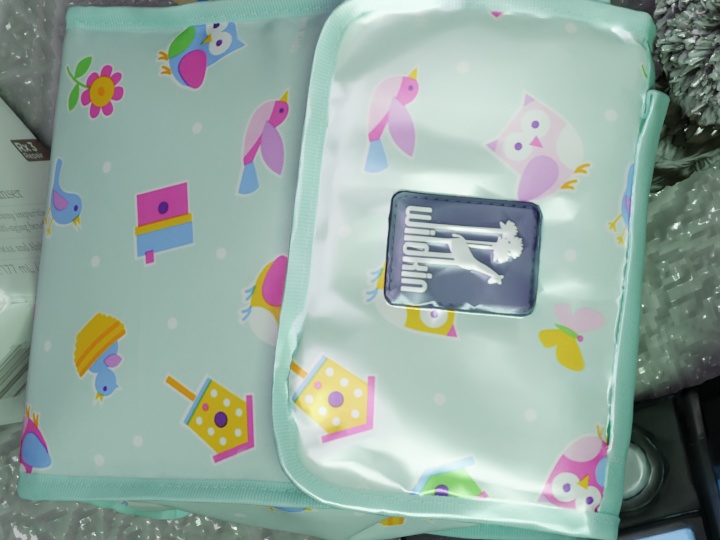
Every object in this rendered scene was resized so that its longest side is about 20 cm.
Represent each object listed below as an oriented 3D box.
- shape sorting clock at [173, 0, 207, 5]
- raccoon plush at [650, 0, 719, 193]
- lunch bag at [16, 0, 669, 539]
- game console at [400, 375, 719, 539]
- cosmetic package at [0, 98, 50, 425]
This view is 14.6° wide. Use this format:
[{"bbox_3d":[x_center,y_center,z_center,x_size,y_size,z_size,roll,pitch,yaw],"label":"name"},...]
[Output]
[{"bbox_3d":[-0.016,-0.148,0.916,0.199,0.039,0.201,19,136,19],"label":"shape sorting clock"},{"bbox_3d":[0.112,-0.113,0.900,0.199,0.097,0.135,-21,73,16],"label":"raccoon plush"},{"bbox_3d":[0.000,0.000,0.886,0.199,0.122,0.171,0,80,34],"label":"lunch bag"},{"bbox_3d":[0.098,0.138,0.874,0.175,0.116,0.201,-15,82,16],"label":"game console"},{"bbox_3d":[-0.180,-0.039,0.974,0.081,0.113,0.200,-46,77,19],"label":"cosmetic package"}]
